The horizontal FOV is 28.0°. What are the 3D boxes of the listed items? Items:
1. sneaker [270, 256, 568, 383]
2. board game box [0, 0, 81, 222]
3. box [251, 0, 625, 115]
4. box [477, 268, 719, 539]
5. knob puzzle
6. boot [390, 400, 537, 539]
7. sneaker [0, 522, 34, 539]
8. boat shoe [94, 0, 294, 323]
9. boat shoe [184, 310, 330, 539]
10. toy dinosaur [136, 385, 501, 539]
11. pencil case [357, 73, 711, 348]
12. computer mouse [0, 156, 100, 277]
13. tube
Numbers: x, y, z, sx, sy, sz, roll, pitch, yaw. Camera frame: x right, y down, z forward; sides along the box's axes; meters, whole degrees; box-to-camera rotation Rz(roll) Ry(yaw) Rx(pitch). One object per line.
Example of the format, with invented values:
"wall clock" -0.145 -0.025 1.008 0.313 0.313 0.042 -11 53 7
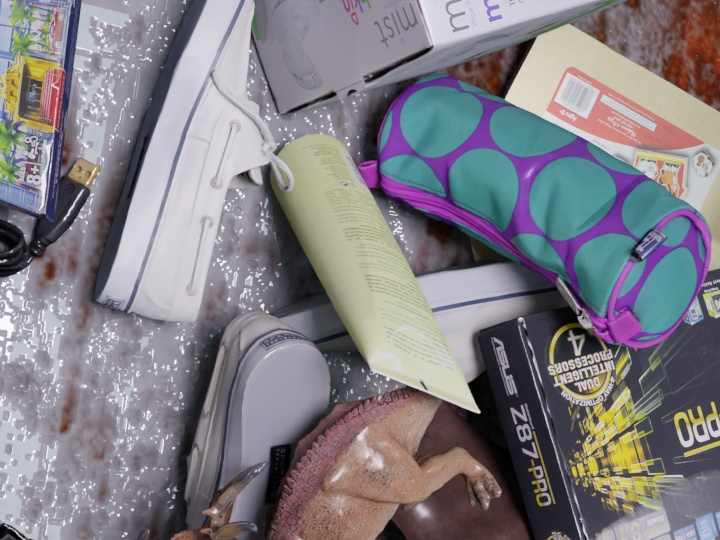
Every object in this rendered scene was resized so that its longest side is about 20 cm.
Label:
"sneaker" 0.042 0.037 0.861 0.198 0.073 0.071 -10 92 -19
"board game box" -0.239 -0.136 0.709 0.198 0.062 0.202 6 87 -7
"box" 0.052 -0.165 0.811 0.175 0.200 0.098 -19 95 -25
"box" 0.177 0.091 0.866 0.199 0.049 0.163 -10 84 -34
"knob puzzle" 0.150 -0.035 0.943 0.218 0.030 0.222 0 91 -13
"boot" 0.094 0.128 0.885 0.167 0.072 0.200 49 43 4
"sneaker" -0.170 0.175 0.751 0.198 0.070 0.079 10 89 -21
"boat shoe" -0.078 -0.066 0.808 0.085 0.075 0.204 19 82 -18
"boat shoe" -0.067 0.118 0.808 0.070 0.070 0.202 -3 113 -29
"toy dinosaur" -0.016 0.114 0.745 0.135 0.086 0.201 37 85 -29
"pencil case" 0.099 -0.037 0.828 0.092 0.199 0.085 -42 143 -19
"computer mouse" -0.192 -0.098 0.772 0.140 0.046 0.201 29 75 -21
"tube" 0.000 0.000 0.786 0.058 0.201 0.052 -15 132 -13
